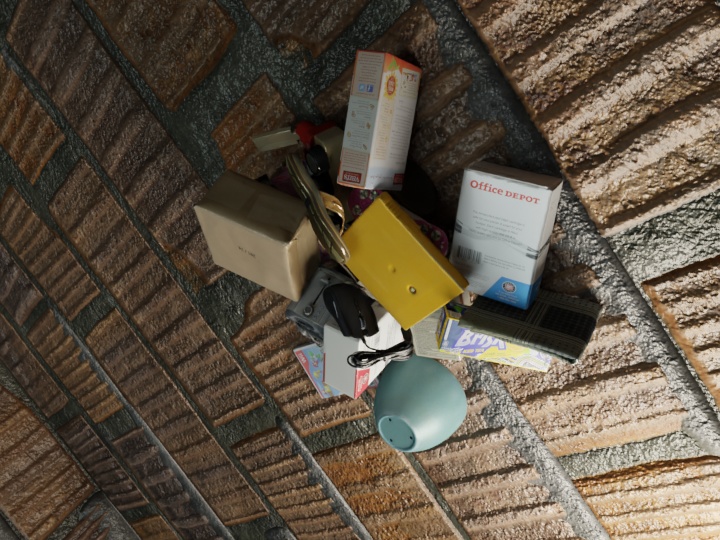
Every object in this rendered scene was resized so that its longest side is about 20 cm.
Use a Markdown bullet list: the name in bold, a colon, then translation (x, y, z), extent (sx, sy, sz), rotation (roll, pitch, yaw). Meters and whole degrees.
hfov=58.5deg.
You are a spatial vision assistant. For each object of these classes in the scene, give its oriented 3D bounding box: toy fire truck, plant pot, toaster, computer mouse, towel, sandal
- **toy fire truck**: translation (-0.092, -0.189, 1.163), extent (0.200, 0.127, 0.178), rotation (44, 154, 41)
- **plant pot**: translation (0.105, 0.295, 1.335), extent (0.198, 0.135, 0.203), rotation (18, 126, 26)
- **toaster**: translation (-0.064, 0.079, 1.290), extent (0.113, 0.130, 0.200), rotation (26, 166, 20)
- **computer mouse**: translation (0.020, 0.081, 1.141), extent (0.201, 0.138, 0.046), rotation (-116, 31, -42)
- **towel**: translation (0.275, 0.078, 1.044), extent (0.197, 0.192, 0.035), rotation (17, 120, 24)
- **sandal**: translation (-0.060, -0.107, 1.056), extent (0.202, 0.053, 0.080), rotation (64, 164, -3)

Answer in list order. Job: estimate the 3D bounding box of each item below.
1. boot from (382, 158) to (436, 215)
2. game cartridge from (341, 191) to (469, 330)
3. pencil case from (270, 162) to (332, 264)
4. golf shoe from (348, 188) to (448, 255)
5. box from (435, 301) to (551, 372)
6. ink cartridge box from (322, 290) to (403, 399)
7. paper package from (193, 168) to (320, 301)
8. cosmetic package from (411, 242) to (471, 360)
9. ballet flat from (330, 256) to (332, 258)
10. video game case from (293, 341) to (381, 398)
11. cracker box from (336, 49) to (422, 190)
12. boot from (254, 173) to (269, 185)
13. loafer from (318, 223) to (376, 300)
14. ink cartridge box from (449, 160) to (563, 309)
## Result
- **boot**: translation (0.054, -0.163, 1.142), extent (0.200, 0.073, 0.076), rotation (46, 146, 13)
- **game cartridge**: translation (0.060, -0.011, 1.065), extent (0.200, 0.032, 0.176), rotation (49, 141, -1)
- **pencil case**: translation (-0.115, -0.107, 1.279), extent (0.086, 0.087, 0.203), rotation (-3, 114, 36)
- **golf shoe**: translation (0.066, -0.075, 1.104), extent (0.199, 0.091, 0.076), rotation (36, 99, 16)
- **box**: translation (0.234, 0.114, 1.117), extent (0.197, 0.065, 0.071), rotation (12, 114, -4)
- **ink cartridge box**: translation (0.015, 0.125, 1.249), extent (0.083, 0.200, 0.146), rotation (22, 128, 25)
- **paper package**: translation (-0.181, -0.061, 1.176), extent (0.198, 0.104, 0.192), rotation (23, 149, 16)
- **cosmetic package**: translation (0.142, 0.056, 1.193), extent (0.102, 0.087, 0.203), rotation (4, 120, 35)
- **ballet flat**: translation (0.026, -0.062, 1.216), extent (0.198, 0.067, 0.069), rotation (-3, 109, 35)
- **video game case**: translation (-0.054, 0.219, 1.478), extent (0.198, 0.017, 0.144), rotation (-20, 105, 41)
- **cracker box**: translation (0.031, -0.231, 1.018), extent (0.057, 0.133, 0.204), rotation (14, 101, 26)
- **boot**: translation (-0.182, -0.109, 1.284), extent (0.132, 0.067, 0.200), rotation (58, 169, 2)
- **loafer**: translation (0.000, 0.000, 1.172), extent (0.200, 0.063, 0.072), rotation (49, 140, 8)
- **ink cartridge box**: translation (0.231, -0.060, 1.042), extent (0.145, 0.086, 0.203), rotation (18, 115, 25)
